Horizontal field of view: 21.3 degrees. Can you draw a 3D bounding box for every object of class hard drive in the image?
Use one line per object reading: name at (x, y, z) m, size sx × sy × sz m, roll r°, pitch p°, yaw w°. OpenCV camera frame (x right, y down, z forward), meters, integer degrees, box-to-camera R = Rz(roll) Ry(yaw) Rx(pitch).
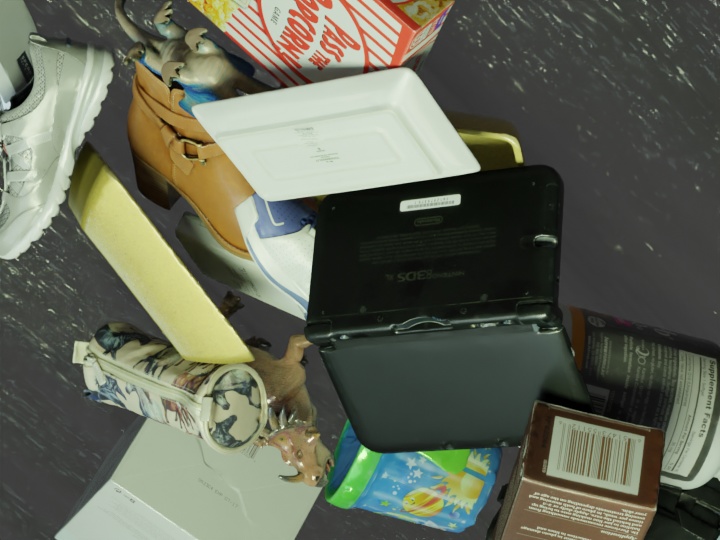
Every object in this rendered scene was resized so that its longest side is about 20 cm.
hard drive at (-0.056, 0.015, 1.646) m, size 0.199 × 0.026 × 0.132 m, roll 23°, pitch 167°, yaw 13°

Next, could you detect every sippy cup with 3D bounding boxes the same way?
sippy cup at (0.053, 0.168, 1.713) m, size 0.129 × 0.178 × 0.140 m, roll 23°, pitch 112°, yaw -7°

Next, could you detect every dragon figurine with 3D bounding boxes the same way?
dragon figurine at (-0.121, -0.151, 1.452) m, size 0.200 × 0.059 × 0.099 m, roll 30°, pitch 174°, yaw 47°

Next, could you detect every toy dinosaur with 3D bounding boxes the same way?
toy dinosaur at (-0.103, 0.105, 1.737) m, size 0.199 × 0.136 × 0.086 m, roll 19°, pitch 145°, yaw 19°

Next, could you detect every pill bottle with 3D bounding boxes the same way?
pill bottle at (0.221, 0.102, 1.465) m, size 0.198 × 0.117 × 0.117 m, roll 14°, pitch 147°, yaw -9°

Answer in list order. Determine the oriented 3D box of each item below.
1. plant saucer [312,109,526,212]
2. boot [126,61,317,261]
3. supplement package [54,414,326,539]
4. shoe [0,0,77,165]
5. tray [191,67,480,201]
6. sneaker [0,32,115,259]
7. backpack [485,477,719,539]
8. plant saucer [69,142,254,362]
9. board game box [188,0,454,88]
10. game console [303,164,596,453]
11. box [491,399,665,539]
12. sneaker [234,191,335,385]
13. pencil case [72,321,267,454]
plant saucer at (0.056, -0.060, 1.482) m, size 0.199 × 0.049 × 0.201 m, roll 11°, pitch 141°, yaw 26°
boot at (-0.104, -0.093, 1.546) m, size 0.199 × 0.074 × 0.155 m, roll 20°, pitch 141°, yaw 12°
supplement package at (-0.176, 0.243, 1.959) m, size 0.191 × 0.148 × 0.200 m, roll 36°, pitch 146°, yaw -7°
shoe at (-0.311, -0.158, 1.631) m, size 0.090 × 0.072 × 0.201 m, roll 13°, pitch 138°, yaw 29°
tray at (-0.022, -0.088, 1.362) m, size 0.199 × 0.022 × 0.108 m, roll -6°, pitch 137°, yaw 36°
sneaker at (-0.273, -0.107, 1.584) m, size 0.081 × 0.075 × 0.201 m, roll 20°, pitch 105°, yaw -16°
backpack at (0.231, 0.208, 1.564) m, size 0.199 × 0.164 × 0.154 m, roll -7°, pitch 130°, yaw 50°
plant saucer at (-0.179, -0.007, 1.605) m, size 0.200 × 0.048 × 0.200 m, roll 53°, pitch 176°, yaw -15°
board game box at (-0.039, -0.198, 1.344) m, size 0.200 × 0.046 × 0.152 m, roll 42°, pitch 148°, yaw 11°
game console at (0.071, 0.031, 1.411) m, size 0.199 × 0.177 × 0.116 m, roll -6°, pitch 157°, yaw 27°
box at (0.154, 0.187, 1.406) m, size 0.099 × 0.075 × 0.201 m, roll 13°, pitch 141°, yaw 2°
sneaker at (0.000, 0.001, 1.497) m, size 0.115 × 0.081 × 0.200 m, roll -31°, pitch 96°, yaw 21°
pencil case at (-0.165, 0.101, 1.677) m, size 0.199 × 0.089 × 0.079 m, roll 16°, pitch 104°, yaw 46°
